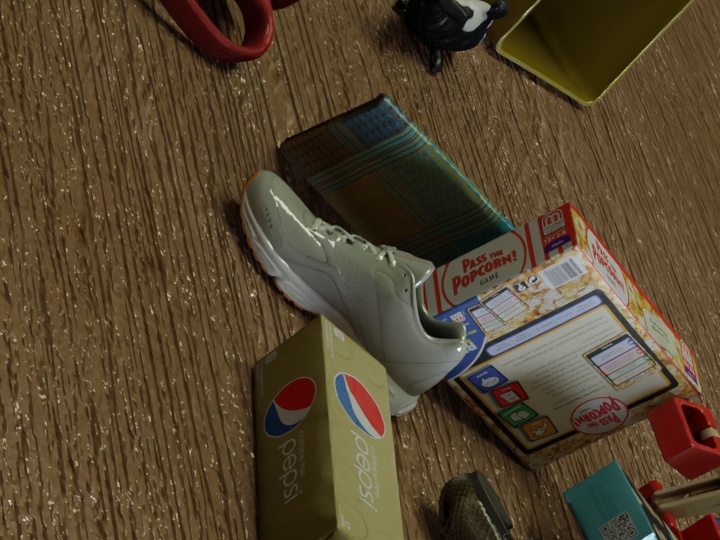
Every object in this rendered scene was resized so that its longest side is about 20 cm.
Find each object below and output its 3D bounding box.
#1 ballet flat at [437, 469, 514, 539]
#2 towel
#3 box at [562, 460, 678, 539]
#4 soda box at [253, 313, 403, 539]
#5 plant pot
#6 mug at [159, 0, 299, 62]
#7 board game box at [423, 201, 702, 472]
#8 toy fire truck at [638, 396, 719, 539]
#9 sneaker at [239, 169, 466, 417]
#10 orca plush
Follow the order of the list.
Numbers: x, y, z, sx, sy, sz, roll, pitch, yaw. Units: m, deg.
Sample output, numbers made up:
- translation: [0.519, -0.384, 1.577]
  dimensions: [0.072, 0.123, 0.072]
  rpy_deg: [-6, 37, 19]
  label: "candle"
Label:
- translation: [0.105, 0.232, 1.623]
  dimensions: [0.201, 0.046, 0.067]
  rpy_deg: [63, 7, 8]
  label: "ballet flat"
- translation: [0.045, -0.044, 1.782]
  dimensions: [0.200, 0.146, 0.022]
  rpy_deg: [46, 57, -17]
  label: "towel"
- translation: [0.226, 0.233, 1.786]
  dimensions: [0.200, 0.049, 0.082]
  rpy_deg: [50, 11, -40]
  label: "box"
- translation: [-0.021, 0.124, 1.487]
  dimensions: [0.068, 0.064, 0.201]
  rpy_deg: [41, 25, -29]
  label: "soda box"
- translation: [0.212, -0.325, 2.470]
  dimensions: [0.200, 0.200, 0.177]
  rpy_deg: [23, 26, -52]
  label: "plant pot"
- translation: [-0.114, -0.266, 1.791]
  dimensions: [0.200, 0.133, 0.178]
  rpy_deg: [14, 42, -53]
  label: "mug"
- translation: [0.140, 0.054, 1.761]
  dimensions: [0.200, 0.151, 0.046]
  rpy_deg: [47, 25, -40]
  label: "board game box"
- translation: [0.253, 0.182, 1.852]
  dimensions: [0.200, 0.141, 0.049]
  rpy_deg: [31, 31, -43]
  label: "toy fire truck"
- translation: [0.000, 0.000, 1.673]
  dimensions: [0.200, 0.092, 0.076]
  rpy_deg: [51, 21, -7]
  label: "sneaker"
- translation: [0.084, -0.216, 2.188]
  dimensions: [0.200, 0.104, 0.072]
  rpy_deg: [-152, -115, -88]
  label: "orca plush"
